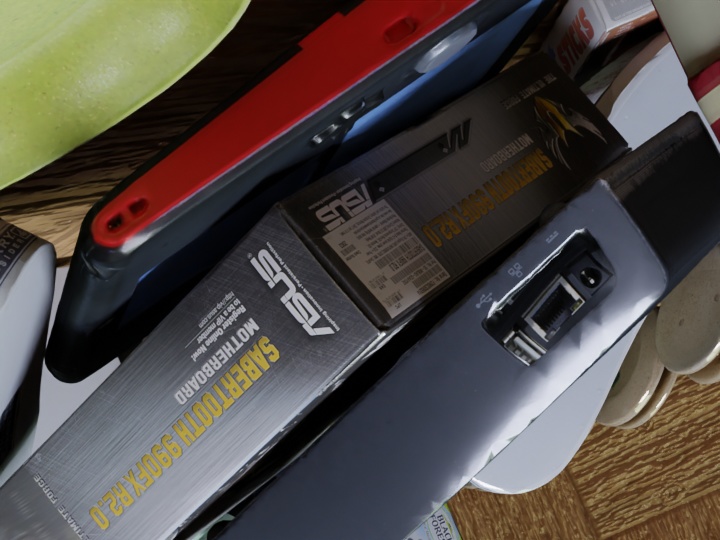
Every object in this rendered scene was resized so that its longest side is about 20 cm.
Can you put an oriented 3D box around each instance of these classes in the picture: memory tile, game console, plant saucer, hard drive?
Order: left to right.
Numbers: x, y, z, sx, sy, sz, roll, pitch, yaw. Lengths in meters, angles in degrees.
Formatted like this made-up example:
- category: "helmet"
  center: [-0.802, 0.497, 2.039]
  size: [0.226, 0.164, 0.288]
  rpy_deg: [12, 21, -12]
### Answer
- category: "plant saucer"
  center: [-0.118, -0.037, 0.482]
  size: [0.199, 0.031, 0.200]
  rpy_deg: [-25, 173, -3]
- category: "game console"
  center: [-0.016, -0.035, 0.671]
  size: [0.177, 0.031, 0.200]
  rpy_deg: [-40, 177, -16]
- category: "hard drive"
  center: [0.029, 0.039, 0.678]
  size: [0.200, 0.042, 0.135]
  rpy_deg: [-45, 174, 24]
- category: "memory tile"
  center: [0.097, 0.000, 0.905]
  size: [0.017, 0.154, 0.200]
  rpy_deg: [22, 150, -23]

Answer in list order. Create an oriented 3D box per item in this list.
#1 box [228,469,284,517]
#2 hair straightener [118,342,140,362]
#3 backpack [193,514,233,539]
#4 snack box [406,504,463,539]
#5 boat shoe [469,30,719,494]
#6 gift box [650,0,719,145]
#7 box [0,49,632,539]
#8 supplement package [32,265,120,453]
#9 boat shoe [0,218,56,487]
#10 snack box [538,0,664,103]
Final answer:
- category: "box"
  center: [-0.050, 0.064, 1.013]
  size: [0.199, 0.033, 0.121]
  rpy_deg: [18, -155, 41]
- category: "hair straightener"
  center: [-0.074, 0.039, 0.996]
  size: [0.199, 0.077, 0.041]
  rpy_deg: [-17, 145, -44]
- category: "backpack"
  center: [-0.144, 0.126, 1.092]
  size: [0.199, 0.155, 0.163]
  rpy_deg: [10, -162, 7]
- category: "snack box"
  center: [-0.077, 0.152, 0.908]
  size: [0.199, 0.068, 0.169]
  rpy_deg: [-19, 172, -36]
- category: "boat shoe"
  center: [0.085, -0.013, 0.821]
  size: [0.201, 0.071, 0.070]
  rpy_deg: [-59, -158, -1]
- category: "gift box"
  center: [0.191, -0.078, 0.621]
  size: [0.199, 0.185, 0.187]
  rpy_deg: [-28, 177, -22]
- category: "box"
  center: [-0.013, 0.017, 0.712]
  size: [0.158, 0.048, 0.200]
  rpy_deg: [-45, 174, 31]
- category: "supplement package"
  center: [-0.189, 0.095, 0.864]
  size: [0.199, 0.117, 0.117]
  rpy_deg: [-28, 172, 29]
- category: "boat shoe"
  center: [-0.142, 0.053, 0.691]
  size: [0.200, 0.065, 0.072]
  rpy_deg: [108, 8, -50]
- category: "snack box"
  center: [0.104, -0.089, 0.881]
  size: [0.072, 0.024, 0.200]
  rpy_deg: [-25, 173, -9]
